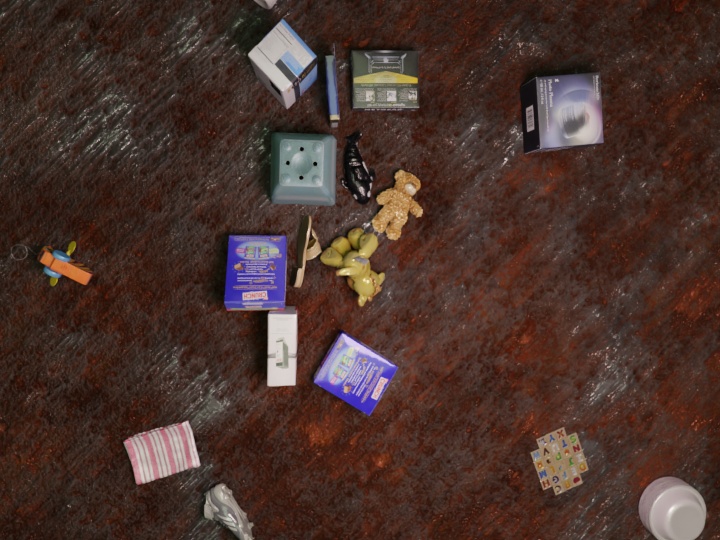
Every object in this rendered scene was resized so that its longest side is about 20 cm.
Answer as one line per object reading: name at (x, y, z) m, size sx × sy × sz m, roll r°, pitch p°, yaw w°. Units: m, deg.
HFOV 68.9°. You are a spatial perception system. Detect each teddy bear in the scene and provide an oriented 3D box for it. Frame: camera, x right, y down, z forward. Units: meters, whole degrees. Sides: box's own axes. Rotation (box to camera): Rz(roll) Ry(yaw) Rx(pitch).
teddy bear at (0.112, -0.190, 1.545) m, size 0.145 × 0.067 × 0.200 m, roll 44°, pitch 91°, yaw -9°

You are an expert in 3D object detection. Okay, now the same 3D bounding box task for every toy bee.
toy bee at (-0.850, -0.037, 1.470) m, size 0.130 × 0.108 × 0.201 m, roll -40°, pitch 122°, yaw -9°

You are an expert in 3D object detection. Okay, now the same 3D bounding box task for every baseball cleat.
baseball cleat at (-0.404, 0.747, 1.591) m, size 0.105 × 0.070 × 0.203 m, roll -28°, pitch 87°, yaw 5°

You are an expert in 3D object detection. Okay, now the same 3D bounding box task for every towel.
towel at (-0.590, 0.545, 1.568) m, size 0.196 × 0.030 × 0.149 m, roll -15°, pitch 97°, yaw -4°

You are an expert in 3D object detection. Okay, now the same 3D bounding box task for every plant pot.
plant pot at (-0.161, -0.285, 1.446) m, size 0.191 × 0.200 × 0.201 m, roll 1°, pitch 95°, yaw -4°

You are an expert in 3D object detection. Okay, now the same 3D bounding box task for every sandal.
sandal at (-0.148, -0.053, 1.543) m, size 0.068 × 0.077 × 0.216 m, roll 9°, pitch 101°, yaw -25°

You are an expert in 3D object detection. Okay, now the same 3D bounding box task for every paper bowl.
paper bowl at (1.016, 0.783, 1.692) m, size 0.196 × 0.104 × 0.206 m, roll 0°, pitch 95°, yaw -3°

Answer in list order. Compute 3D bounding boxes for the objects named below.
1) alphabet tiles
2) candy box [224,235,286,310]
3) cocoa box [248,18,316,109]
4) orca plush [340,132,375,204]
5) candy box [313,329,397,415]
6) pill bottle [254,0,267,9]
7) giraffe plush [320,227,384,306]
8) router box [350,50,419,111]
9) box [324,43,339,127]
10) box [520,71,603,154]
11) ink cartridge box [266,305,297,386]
alphabet tiles at (0.642, 0.615, 1.692) m, size 0.164 × 0.006 × 0.204 m, roll -22°, pitch 97°, yaw -3°
candy box at (-0.293, 0.008, 1.484) m, size 0.165 × 0.077 × 0.204 m, roll 1°, pitch 66°, yaw -5°
cocoa box at (-0.203, -0.550, 1.418) m, size 0.131 × 0.200 × 0.133 m, roll -45°, pitch 96°, yaw 0°
orca plush at (-0.003, -0.296, 1.523) m, size 0.103 × 0.071 × 0.205 m, roll 3°, pitch 95°, yaw -5°
candy box at (-0.016, 0.303, 1.565) m, size 0.198 × 0.077 × 0.171 m, roll 32°, pitch 91°, yaw -6°
pill bottle at (-0.234, -0.836, 1.434) m, size 0.114 × 0.114 × 0.202 m, roll 36°, pitch 91°, yaw -7°
giraffe plush at (0.000, 0.000, 1.520) m, size 0.171 × 0.200 × 0.164 m, roll -30°, pitch 126°, yaw -5°
router box at (0.071, -0.546, 1.516) m, size 0.195 × 0.052 × 0.161 m, roll -1°, pitch 96°, yaw -5°
box at (-0.081, -0.515, 1.472) m, size 0.032 × 0.121 × 0.205 m, roll -3°, pitch 95°, yaw -4°
box at (0.588, -0.458, 1.536) m, size 0.194 × 0.123 × 0.205 m, roll -7°, pitch 96°, yaw -6°
ink cartridge box at (-0.223, 0.213, 1.512) m, size 0.081 × 0.147 × 0.205 m, roll 1°, pitch 96°, yaw -6°
